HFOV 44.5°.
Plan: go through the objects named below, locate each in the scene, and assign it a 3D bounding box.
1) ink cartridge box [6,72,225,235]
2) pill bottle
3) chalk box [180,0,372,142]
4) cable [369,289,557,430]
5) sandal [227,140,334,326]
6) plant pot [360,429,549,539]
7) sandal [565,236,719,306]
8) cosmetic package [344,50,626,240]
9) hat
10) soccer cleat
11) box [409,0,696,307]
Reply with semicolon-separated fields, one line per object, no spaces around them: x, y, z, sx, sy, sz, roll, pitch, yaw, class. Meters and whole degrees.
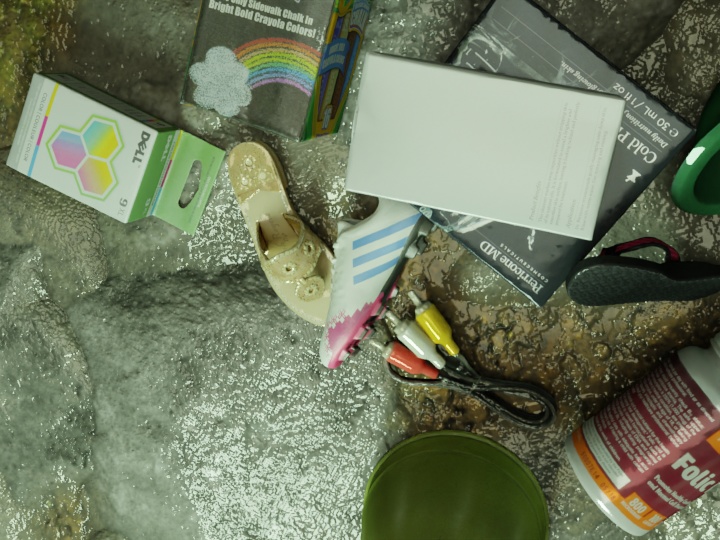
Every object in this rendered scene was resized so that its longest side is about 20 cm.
-0.253;-0.117;0.909;0.200;0.059;0.104;26;107;6;ink cartridge box
0.300;0.143;0.810;0.200;0.114;0.114;-43;90;19;pill bottle
-0.066;-0.234;0.807;0.125;0.124;0.200;20;105;9;chalk box
0.098;0.110;0.883;0.200;0.050;0.097;39;112;3;cable
-0.083;-0.028;0.884;0.078;0.070;0.212;-24;96;17;sandal
0.078;0.285;0.853;0.200;0.193;0.201;3;103;13;plant pot
0.248;-0.001;0.772;0.075;0.200;0.045;-34;62;47;sandal
0.096;-0.101;0.694;0.200;0.081;0.113;15;106;12;cosmetic package
0.326;-0.172;0.768;0.200;0.166;0.176;-21;60;2;hat
0.000;0.000;0.877;0.086;0.070;0.200;33;102;11;soccer cleat
0.149;-0.113;0.784;0.200;0.124;0.197;38;110;3;box
